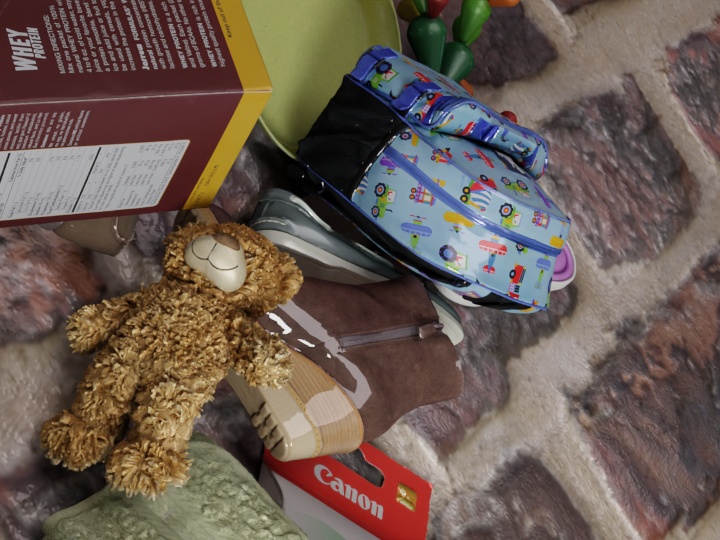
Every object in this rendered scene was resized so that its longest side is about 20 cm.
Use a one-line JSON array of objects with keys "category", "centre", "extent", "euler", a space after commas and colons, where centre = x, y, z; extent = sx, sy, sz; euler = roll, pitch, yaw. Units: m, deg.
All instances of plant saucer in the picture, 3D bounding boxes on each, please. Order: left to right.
[{"category": "plant saucer", "centre": [-0.039, -0.177, 1.267], "extent": [0.200, 0.031, 0.200], "euler": [4, 85, -51]}]

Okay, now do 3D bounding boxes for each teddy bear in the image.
[{"category": "teddy bear", "centre": [-0.115, 0.047, 0.973], "extent": [0.200, 0.145, 0.067], "euler": [-45, 139, -16]}]

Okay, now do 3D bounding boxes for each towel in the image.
[{"category": "towel", "centre": [-0.080, 0.192, 0.946], "extent": [0.200, 0.036, 0.148], "euler": [45, 46, 13]}]

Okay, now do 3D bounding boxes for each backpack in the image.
[{"category": "backpack", "centre": [0.072, -0.059, 1.200], "extent": [0.183, 0.135, 0.200], "euler": [21, 14, -46]}]

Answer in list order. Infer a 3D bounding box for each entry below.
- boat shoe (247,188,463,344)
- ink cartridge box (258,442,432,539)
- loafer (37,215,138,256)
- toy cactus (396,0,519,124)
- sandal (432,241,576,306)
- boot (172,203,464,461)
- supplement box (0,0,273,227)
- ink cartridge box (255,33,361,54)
[{"category": "boat shoe", "centre": [0.000, 0.000, 1.200], "extent": [0.200, 0.073, 0.062], "euler": [27, 51, -28]}, {"category": "ink cartridge box", "centre": [-0.002, 0.187, 1.087], "extent": [0.161, 0.050, 0.200], "euler": [36, 44, -26]}, {"category": "loafer", "centre": [-0.154, -0.081, 1.093], "extent": [0.071, 0.073, 0.200], "euler": [47, 48, -21]}, {"category": "toy cactus", "centre": [0.085, -0.165, 1.376], "extent": [0.165, 0.102, 0.200], "euler": [-65, 145, -41]}, {"category": "sandal", "centre": [0.128, -0.019, 1.375], "extent": [0.203, 0.050, 0.083], "euler": [-7, 70, -50]}, {"category": "boot", "centre": [-0.030, 0.028, 1.115], "extent": [0.166, 0.072, 0.200], "euler": [-20, 80, -38]}, {"category": "supplement box", "centre": [-0.192, -0.146, 0.972], "extent": [0.200, 0.133, 0.197], "euler": [-7, 63, -29]}, {"category": "ink cartridge box", "centre": [-0.086, -0.216, 1.285], "extent": [0.200, 0.037, 0.095], "euler": [-3, 68, -52]}]
